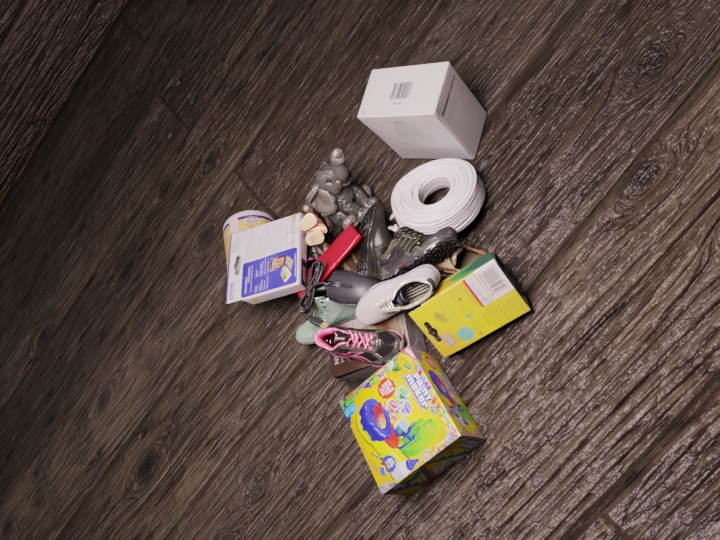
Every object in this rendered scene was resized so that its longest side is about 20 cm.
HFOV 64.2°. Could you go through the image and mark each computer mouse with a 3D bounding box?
[{"bbox_3d":[-0.043,0.061,1.211,0.199,0.046,0.142,18,82,22],"label":"computer mouse"}]

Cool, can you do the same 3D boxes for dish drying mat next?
[{"bbox_3d":[-0.074,-0.017,1.305,0.200,0.018,0.077,-49,35,8],"label":"dish drying mat"}]

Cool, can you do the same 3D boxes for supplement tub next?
[{"bbox_3d":[-0.277,-0.037,1.490,0.145,0.145,0.202,-27,59,26],"label":"supplement tub"}]

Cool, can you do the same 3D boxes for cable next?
[{"bbox_3d":[0.163,-0.157,1.227,0.199,0.069,0.201,23,69,42],"label":"cable"}]

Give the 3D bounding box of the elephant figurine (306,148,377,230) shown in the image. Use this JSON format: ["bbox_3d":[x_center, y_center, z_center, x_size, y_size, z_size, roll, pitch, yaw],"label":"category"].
[{"bbox_3d":[-0.059,-0.197,1.340,0.155,0.200,0.142,-34,36,14],"label":"elephant figurine"}]

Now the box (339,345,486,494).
[{"bbox_3d":[0.097,0.290,1.111,0.192,0.122,0.201,-42,54,16],"label":"box"}]

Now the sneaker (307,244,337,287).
[{"bbox_3d":[-0.108,-0.028,1.399,0.080,0.086,0.201,-43,53,14],"label":"sneaker"}]

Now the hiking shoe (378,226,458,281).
[{"bbox_3d":[0.104,-0.052,1.146,0.199,0.075,0.102,-31,63,38],"label":"hiking shoe"}]

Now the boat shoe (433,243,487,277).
[{"bbox_3d":[0.191,-0.025,1.161,0.198,0.072,0.076,14,70,26],"label":"boat shoe"}]

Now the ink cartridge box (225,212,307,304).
[{"bbox_3d":[-0.220,-0.023,1.361,0.198,0.047,0.199,-16,58,22],"label":"ink cartridge box"}]

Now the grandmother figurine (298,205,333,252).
[{"bbox_3d":[-0.098,-0.101,1.366,0.060,0.200,0.122,-13,100,7],"label":"grandmother figurine"}]

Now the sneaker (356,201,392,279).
[{"bbox_3d":[0.043,-0.055,1.292,0.076,0.090,0.202,158,119,-66],"label":"sneaker"}]

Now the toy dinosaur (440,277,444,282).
[{"bbox_3d":[0.139,-0.039,1.248,0.087,0.047,0.202,-7,69,19],"label":"toy dinosaur"}]

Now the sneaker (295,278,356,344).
[{"bbox_3d":[-0.095,0.090,1.319,0.200,0.118,0.074,-31,40,20],"label":"sneaker"}]

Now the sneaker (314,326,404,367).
[{"bbox_3d":[-0.009,0.145,1.155,0.199,0.095,0.080,-2,71,34],"label":"sneaker"}]

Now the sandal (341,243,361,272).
[{"bbox_3d":[0.000,0.000,1.328,0.080,0.054,0.201,-20,65,-21],"label":"sandal"}]

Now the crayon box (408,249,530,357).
[{"bbox_3d":[0.207,0.067,1.107,0.199,0.127,0.051,-33,15,22],"label":"crayon box"}]

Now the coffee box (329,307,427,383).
[{"bbox_3d":[0.033,0.158,1.231,0.199,0.080,0.115,-24,61,28],"label":"coffee box"}]

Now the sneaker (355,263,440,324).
[{"bbox_3d":[0.064,0.052,1.121,0.199,0.071,0.073,-35,97,26],"label":"sneaker"}]

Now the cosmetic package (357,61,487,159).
[{"bbox_3d":[0.138,-0.341,1.256,0.198,0.200,0.124,10,77,38],"label":"cosmetic package"}]
